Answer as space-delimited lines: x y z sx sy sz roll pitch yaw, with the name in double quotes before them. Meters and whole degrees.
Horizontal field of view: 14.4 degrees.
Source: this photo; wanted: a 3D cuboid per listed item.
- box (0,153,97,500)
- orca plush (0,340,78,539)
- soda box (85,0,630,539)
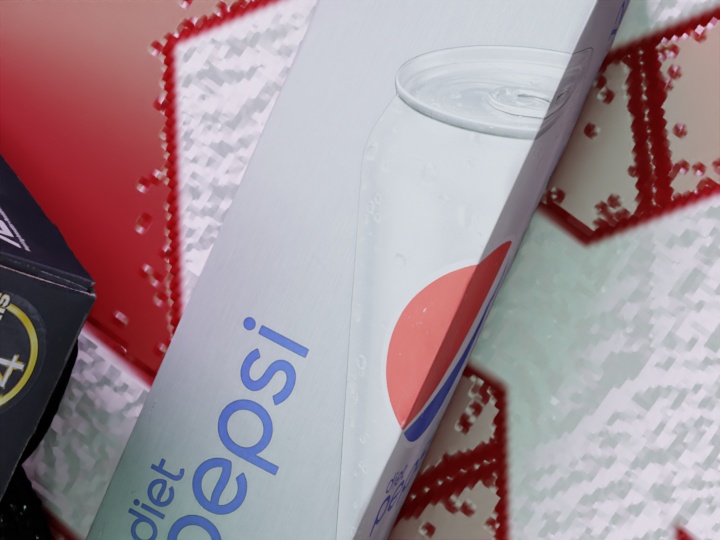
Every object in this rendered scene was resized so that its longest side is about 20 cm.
"box" -0.142 0.030 0.721 0.049 0.200 0.162 18 105 -28
"orca plush" -0.117 0.083 0.776 0.071 0.105 0.201 22 96 -22
"soda box" 0.000 0.000 0.741 0.068 0.063 0.201 26 101 10
